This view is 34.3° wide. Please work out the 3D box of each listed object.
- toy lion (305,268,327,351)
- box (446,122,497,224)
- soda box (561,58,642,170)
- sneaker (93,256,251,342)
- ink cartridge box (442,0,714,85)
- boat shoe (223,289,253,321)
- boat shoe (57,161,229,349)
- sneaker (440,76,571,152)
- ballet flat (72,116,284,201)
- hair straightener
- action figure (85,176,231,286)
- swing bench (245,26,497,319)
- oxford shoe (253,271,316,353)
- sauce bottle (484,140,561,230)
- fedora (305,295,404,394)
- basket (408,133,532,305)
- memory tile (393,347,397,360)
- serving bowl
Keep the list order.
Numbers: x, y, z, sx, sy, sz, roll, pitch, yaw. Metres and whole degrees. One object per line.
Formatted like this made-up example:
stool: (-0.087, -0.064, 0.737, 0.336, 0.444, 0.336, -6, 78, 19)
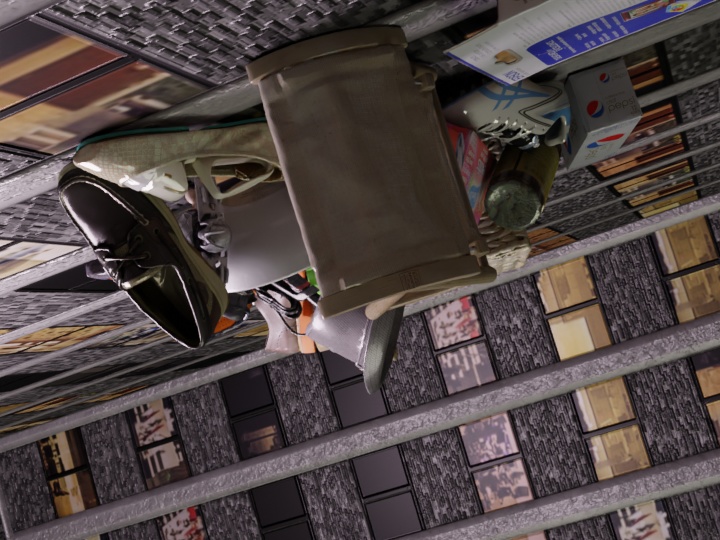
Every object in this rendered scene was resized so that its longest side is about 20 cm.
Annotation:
toy lion: (-0.043, -0.020, 1.379, 0.068, 0.194, 0.201, -14, -155, 5)
box: (0.069, -0.094, 1.172, 0.102, 0.096, 0.200, 18, -179, 13)
soda box: (0.263, -0.172, 1.314, 0.063, 0.069, 0.200, -18, 173, 1)
sneaker: (-0.220, 0.030, 1.396, 0.198, 0.114, 0.078, 4, 164, -21)
ink cartridge box: (0.175, -0.211, 0.904, 0.198, 0.048, 0.197, -18, 175, 20)
boat shoe: (-0.201, 0.008, 1.291, 0.198, 0.061, 0.074, 14, -178, 28)
boat shoe: (-0.186, -0.012, 1.009, 0.073, 0.200, 0.065, -30, -149, 24)
sneaker: (0.149, -0.155, 1.157, 0.071, 0.073, 0.199, -22, 171, 41)
ballet flat: (-0.141, -0.090, 0.982, 0.198, 0.063, 0.067, -12, 171, -34)
hair straightener: (-0.102, 0.009, 1.294, 0.041, 0.199, 0.077, -37, 155, -47)
action figure: (-0.186, -0.027, 1.121, 0.069, 0.132, 0.199, 9, 172, -40)
swing bench: (0.017, -0.073, 0.936, 0.128, 0.201, 0.200, -18, 174, 9)
oxford shoe: (-0.100, 0.012, 1.405, 0.072, 0.202, 0.071, -6, -160, 2)
sauce bottle: (0.184, -0.118, 1.257, 0.064, 0.065, 0.201, -21, -158, 33)
fedora: (-0.003, 0.030, 1.181, 0.089, 0.179, 0.200, 13, -179, 5)
basket: (0.094, -0.063, 1.383, 0.198, 0.163, 0.198, -19, 172, 4)
memory tile: (0.000, 0.000, 1.372, 0.017, 0.154, 0.201, -20, 132, 8)
serving bowl: (-0.092, -0.056, 1.182, 0.198, 0.066, 0.201, -18, -156, 8)
